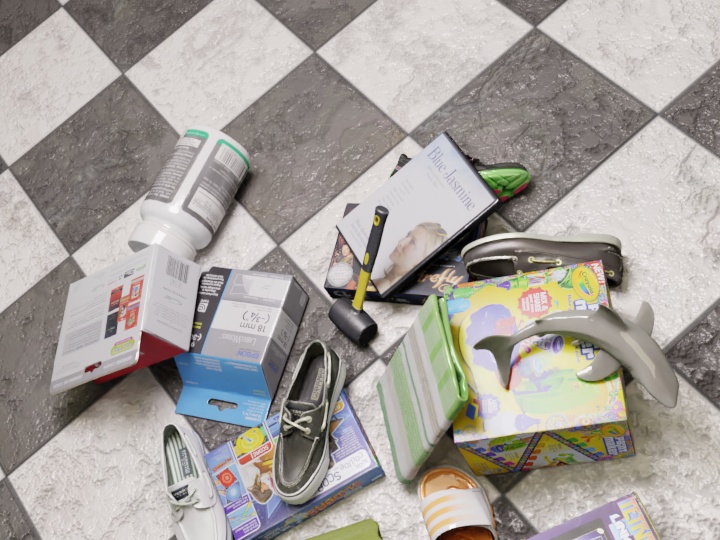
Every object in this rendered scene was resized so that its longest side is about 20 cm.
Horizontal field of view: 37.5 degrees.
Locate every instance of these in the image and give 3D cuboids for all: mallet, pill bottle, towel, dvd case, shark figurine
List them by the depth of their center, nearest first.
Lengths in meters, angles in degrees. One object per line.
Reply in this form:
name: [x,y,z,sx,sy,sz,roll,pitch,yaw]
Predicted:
shark figurine: [0.238,0.063,1.138,0.214,0.090,0.128,8,63,19]
towel: [0.074,0.143,1.243,0.031,0.200,0.150,2,52,-21]
mallet: [0.000,0.000,1.362,0.041,0.200,0.066,-20,40,-40]
dvd case: [0.073,-0.073,1.396,0.200,0.018,0.143,-40,55,10]
pill bottle: [-0.250,-0.102,1.545,0.113,0.113,0.200,16,68,27]

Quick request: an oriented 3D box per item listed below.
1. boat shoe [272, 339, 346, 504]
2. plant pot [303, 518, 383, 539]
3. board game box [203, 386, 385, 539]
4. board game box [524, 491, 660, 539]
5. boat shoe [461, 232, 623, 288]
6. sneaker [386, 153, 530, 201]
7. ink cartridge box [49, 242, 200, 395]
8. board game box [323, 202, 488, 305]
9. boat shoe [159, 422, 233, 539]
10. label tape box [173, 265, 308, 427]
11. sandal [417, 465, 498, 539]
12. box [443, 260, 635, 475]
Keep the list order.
boat shoe: [-0.071,0.183,1.300,0.070,0.064,0.201,2,63,21]
plant pot: [-0.042,0.371,1.169,0.190,0.200,0.200,-24,55,-10]
board game box: [-0.085,0.244,1.330,0.200,0.034,0.136,-29,56,3]
board game box: [0.262,0.360,1.122,0.165,0.057,0.200,-24,56,4]
boat shoe: [0.226,-0.007,1.327,0.201,0.072,0.061,-2,61,9]
sneaker: [0.132,-0.137,1.444,0.199,0.077,0.084,2,66,20]
ink cartridge box: [-0.322,0.082,1.444,0.200,0.084,0.176,-20,53,38]
board game box: [0.061,-0.022,1.429,0.199,0.035,0.136,4,63,22]
boat shoe: [-0.220,0.285,1.339,0.073,0.067,0.200,-29,56,3]
label tape box: [-0.171,0.099,1.430,0.144,0.063,0.200,6,64,24]
sandal: [0.121,0.307,1.202,0.079,0.059,0.207,-25,56,5]
box: [0.208,0.116,1.242,0.192,0.122,0.201,-10,59,14]
